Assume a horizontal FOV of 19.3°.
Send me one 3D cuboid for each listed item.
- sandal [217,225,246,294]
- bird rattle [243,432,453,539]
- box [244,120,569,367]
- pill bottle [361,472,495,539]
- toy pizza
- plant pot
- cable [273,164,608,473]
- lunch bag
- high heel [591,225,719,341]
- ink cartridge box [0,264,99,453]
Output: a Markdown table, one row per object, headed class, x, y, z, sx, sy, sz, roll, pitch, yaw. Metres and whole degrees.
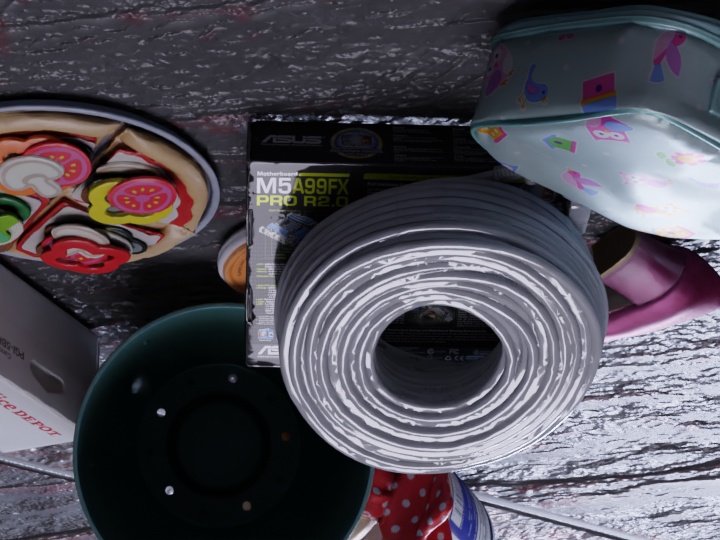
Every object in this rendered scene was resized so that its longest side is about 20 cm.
| class | x | y | z | sx | sy | sz | roll | pitch | yaw |
| --- | --- | --- | --- | --- | --- | --- | --- | --- | --- |
| sandal | -0.004 | -0.003 | 1.360 | 0.206 | 0.059 | 0.079 | -13 | 150 | 26 |
| bird rattle | -0.029 | 0.164 | 1.582 | 0.200 | 0.163 | 0.113 | -30 | 167 | 18 |
| box | 0.029 | -0.013 | 1.292 | 0.199 | 0.044 | 0.161 | 1 | 128 | -2 |
| pill bottle | 0.044 | 0.217 | 1.730 | 0.119 | 0.120 | 0.200 | -9 | 151 | 18 |
| toy pizza | -0.187 | -0.044 | 1.313 | 0.200 | 0.032 | 0.200 | 0 | 153 | 0 |
| plant pot | -0.098 | 0.124 | 1.476 | 0.200 | 0.201 | 0.161 | 3 | 177 | -6 |
| cable | 0.049 | 0.036 | 1.258 | 0.199 | 0.069 | 0.200 | -9 | 128 | 5 |
| lunch bag | 0.175 | -0.078 | 1.156 | 0.200 | 0.077 | 0.160 | 23 | 162 | -38 |
| high heel | 0.153 | 0.039 | 1.437 | 0.096 | 0.067 | 0.200 | 29 | 129 | -27 |
| ink cartridge box | -0.303 | 0.071 | 1.486 | 0.200 | 0.083 | 0.147 | -10 | 152 | 21 |
